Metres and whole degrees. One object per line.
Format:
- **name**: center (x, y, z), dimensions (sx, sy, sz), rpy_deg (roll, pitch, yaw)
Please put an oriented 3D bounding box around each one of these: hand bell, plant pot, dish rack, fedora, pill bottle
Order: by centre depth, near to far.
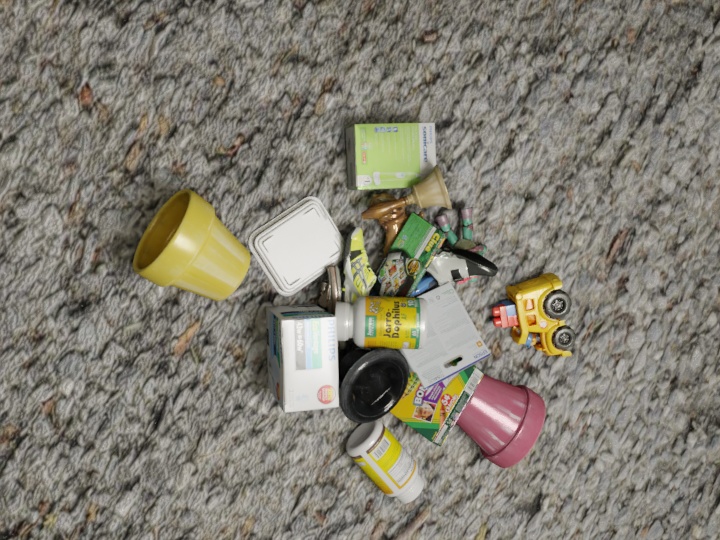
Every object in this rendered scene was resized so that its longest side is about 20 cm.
- **plant pot**: center (-0.343, -0.037, 1.442), dimensions (0.188, 0.200, 0.202), rpy_deg (36, 84, -32)
- **pill bottle**: center (0.043, 0.113, 1.494), dimensions (0.197, 0.113, 0.115), rpy_deg (2, 94, 0)
- **fedora**: center (0.015, 0.237, 1.512), dimensions (0.199, 0.091, 0.203), rpy_deg (-21, 129, -28)
- **hand bell**: center (0.097, -0.154, 1.546), dimensions (0.197, 0.104, 0.105), rpy_deg (-20, 100, 5)
- **dish rack**: center (-0.137, -0.055, 1.569), dimensions (0.199, 0.043, 0.173), rpy_deg (-35, 103, -12)
- **pill bottle**: center (0.063, 0.460, 1.637), dimensions (0.109, 0.109, 0.201), rpy_deg (-42, 105, -9)
- **plant pot**: center (0.319, 0.346, 1.665), dimensions (0.178, 0.200, 0.202), rpy_deg (32, 85, -9)

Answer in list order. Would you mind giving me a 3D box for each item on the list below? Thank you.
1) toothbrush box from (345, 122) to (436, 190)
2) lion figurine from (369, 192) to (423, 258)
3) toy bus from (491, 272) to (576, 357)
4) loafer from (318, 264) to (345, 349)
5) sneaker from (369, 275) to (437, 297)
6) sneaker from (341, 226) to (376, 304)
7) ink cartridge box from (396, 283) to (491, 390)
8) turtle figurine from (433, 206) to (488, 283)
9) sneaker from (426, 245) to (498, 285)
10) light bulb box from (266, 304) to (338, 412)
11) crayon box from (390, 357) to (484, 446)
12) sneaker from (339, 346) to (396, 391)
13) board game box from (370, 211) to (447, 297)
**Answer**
- **toothbrush box**: center (0.071, -0.264, 1.592), dimensions (0.197, 0.086, 0.148), rpy_deg (-5, 97, -15)
- **lion figurine**: center (0.083, -0.082, 1.617), dimensions (0.121, 0.072, 0.203), rpy_deg (-5, 95, -19)
- **toy bus**: center (0.426, 0.125, 1.717), dimensions (0.189, 0.136, 0.203), rpy_deg (-13, 101, -2)
- **loafer**: center (-0.071, 0.089, 1.587), dimensions (0.062, 0.072, 0.203), rpy_deg (-6, 103, -4)
- **sneaker**: center (0.089, 0.044, 1.626), dimensions (0.198, 0.066, 0.079), rpy_deg (-25, 79, -4)
- **sneaker**: center (0.000, 0.000, 1.581), dimensions (0.075, 0.075, 0.203), rpy_deg (0, 86, 9)
- **ink cartridge box**: center (0.173, 0.152, 1.588), dimensions (0.197, 0.041, 0.202), rpy_deg (-22, 74, -22)
- **turtle figurine**: center (0.251, -0.044, 1.663), dimensions (0.148, 0.101, 0.203), rpy_deg (-15, 93, -15)
- **sneaker**: center (0.217, -0.004, 1.587), dimensions (0.197, 0.074, 0.090), rpy_deg (15, 108, 14)
- **light bulb box**: center (-0.131, 0.186, 1.509), dimensions (0.123, 0.200, 0.202), rpy_deg (-3, 95, -16)
- **crayon box**: center (0.168, 0.281, 1.623), dimensions (0.201, 0.172, 0.058), rpy_deg (-58, 142, -5)
- **sneaker**: center (-0.001, 0.188, 1.600), dimensions (0.198, 0.080, 0.148), rpy_deg (-21, 111, -20)
- **board game box**: center (0.106, -0.022, 1.563), dimensions (0.023, 0.105, 0.201), rpy_deg (18, 107, -54)
